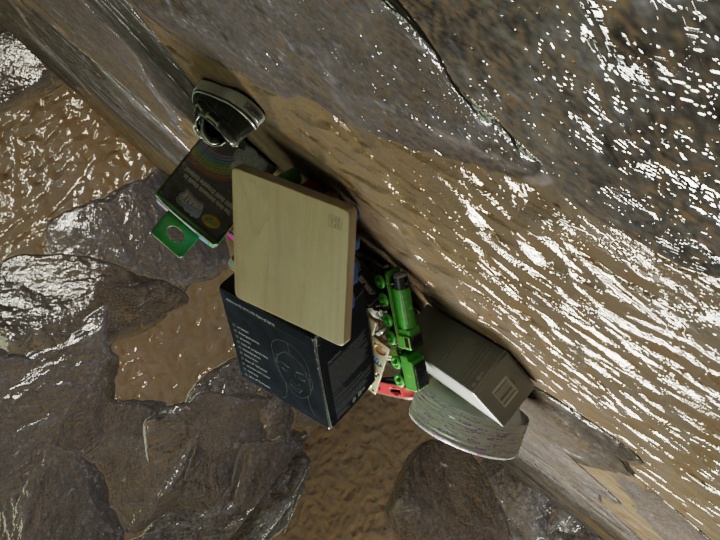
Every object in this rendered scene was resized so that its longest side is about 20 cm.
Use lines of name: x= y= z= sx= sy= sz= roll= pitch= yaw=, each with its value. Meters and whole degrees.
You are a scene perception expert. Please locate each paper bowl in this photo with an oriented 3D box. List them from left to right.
paper bowl: x=0.187 y=0.227 z=1.478 sx=0.197 sy=0.106 sz=0.201 roll=19 pitch=-171 yaw=-3

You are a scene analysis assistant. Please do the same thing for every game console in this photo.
game console: x=0.132 y=0.217 z=1.701 sx=0.199 sy=0.173 sz=0.032 roll=174 pitch=89 yaw=-69

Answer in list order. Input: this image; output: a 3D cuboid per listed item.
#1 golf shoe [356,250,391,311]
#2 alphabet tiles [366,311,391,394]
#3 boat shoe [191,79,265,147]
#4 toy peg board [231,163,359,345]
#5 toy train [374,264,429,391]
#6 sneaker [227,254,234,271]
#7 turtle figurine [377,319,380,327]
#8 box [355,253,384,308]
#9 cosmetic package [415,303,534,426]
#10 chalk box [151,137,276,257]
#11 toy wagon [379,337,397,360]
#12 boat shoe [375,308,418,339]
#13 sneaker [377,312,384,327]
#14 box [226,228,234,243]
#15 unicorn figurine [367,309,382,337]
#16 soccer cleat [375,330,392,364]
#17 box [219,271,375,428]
golf shoe: x=0.000 y=0.000 z=1.440 sx=0.198 sy=0.074 sz=0.091 roll=30 pitch=-158 yaw=27
alphabet tiles: x=-0.027 y=0.110 z=1.398 sx=0.165 sy=0.006 sz=0.202 roll=38 pitch=144 yaw=18
boat shoe: x=-0.189 y=-0.200 z=1.141 sx=0.071 sy=0.064 sz=0.199 roll=43 pitch=173 yaw=-27
toy peg board: x=-0.071 y=-0.037 z=1.208 sx=0.197 sy=0.097 sz=0.204 roll=22 pitch=125 yaw=29
toy train: x=0.065 y=0.089 z=1.326 sx=0.056 sy=0.041 sz=0.204 roll=9 pitch=116 yaw=48
sneaker: x=-0.145 y=-0.046 z=1.517 sx=0.071 sy=0.114 sz=0.199 roll=32 pitch=-162 yaw=25
turtle figurine: x=-0.036 y=0.051 z=1.539 sx=0.200 sy=0.147 sz=0.103 roll=-124 pitch=26 yaw=-61
box: x=-0.072 y=-0.009 z=1.380 sx=0.201 sy=0.044 sz=0.160 roll=52 pitch=146 yaw=-4
cosmetic package: x=0.160 y=0.142 z=1.355 sx=0.107 sy=0.090 sz=0.199 roll=46 pitch=174 yaw=-39
chalk box: x=-0.241 y=-0.116 z=1.375 sx=0.124 sy=0.201 sz=0.124 roll=40 pitch=173 yaw=-9
toy wagon: x=-0.010 y=0.134 z=1.554 sx=0.197 sy=0.040 sz=0.154 roll=16 pitch=169 yaw=-33
boat shoe: x=0.073 y=0.095 z=1.475 sx=0.060 sy=0.072 sz=0.200 roll=45 pitch=-174 yaw=6
sneaker: x=0.067 y=0.131 z=1.761 sx=0.199 sy=0.088 sz=0.076 roll=37 pitch=175 yaw=33
box: x=-0.217 y=-0.127 z=1.544 sx=0.132 sy=0.115 sz=0.200 roll=41 pitch=172 yaw=-6
unicorn figurine: x=0.014 y=0.078 z=1.670 sx=0.136 sy=0.075 sz=0.200 roll=29 pitch=-179 yaw=22
soccer cleat: x=0.076 y=0.162 z=1.686 sx=0.197 sy=0.067 sz=0.083 roll=7 pitch=119 yaw=30
box: x=-0.094 y=0.099 z=1.346 sx=0.198 sy=0.124 sz=0.199 roll=25 pitch=142 yaw=31
